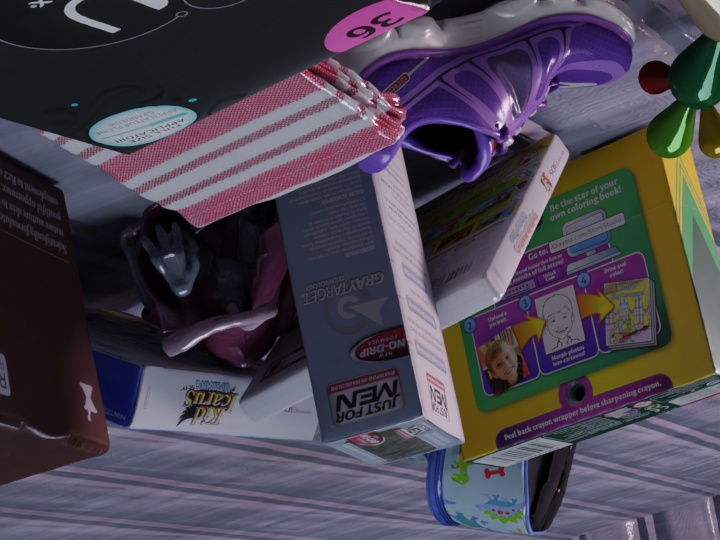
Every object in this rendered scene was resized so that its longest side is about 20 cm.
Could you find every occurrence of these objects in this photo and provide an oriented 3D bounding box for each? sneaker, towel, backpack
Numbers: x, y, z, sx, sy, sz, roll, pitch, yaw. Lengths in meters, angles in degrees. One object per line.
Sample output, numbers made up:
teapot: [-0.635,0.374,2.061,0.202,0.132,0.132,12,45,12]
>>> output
sneaker: [0.064,-0.091,1.021,0.199,0.084,0.081,-16,170,-32]
towel: [-0.092,-0.090,0.909,0.146,0.030,0.200,-21,141,37]
backpack: [0.097,0.098,1.492,0.146,0.202,0.183,4,170,16]

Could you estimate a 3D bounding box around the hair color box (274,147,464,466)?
hair color box: [0.000,0.000,1.082,0.060,0.201,0.099,-16,163,13]

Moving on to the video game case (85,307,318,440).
video game case: [-0.154,0.064,1.288,0.199,0.046,0.181,16,-175,38]

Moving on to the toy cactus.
toy cactus: [0.221,-0.135,1.041,0.199,0.103,0.165,-22,143,36]

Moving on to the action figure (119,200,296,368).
action figure: [-0.069,0.013,1.196,0.133,0.150,0.200,-17,151,-7]

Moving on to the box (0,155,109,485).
box: [-0.271,0.039,1.068,0.199,0.165,0.166,-17,163,13]

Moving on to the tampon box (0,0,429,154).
tampon box: [-0.098,-0.137,0.677,0.149,0.127,0.200,-21,162,29]

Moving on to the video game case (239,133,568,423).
video game case: [0.030,0.004,1.226,0.199,0.023,0.182,-29,-163,33]

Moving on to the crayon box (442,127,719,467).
crayon box: [0.145,0.021,1.315,0.199,0.174,0.058,-23,158,32]

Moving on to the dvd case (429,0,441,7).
dvd case: [-0.043,-0.137,0.922,0.199,0.016,0.148,2,159,-40]
